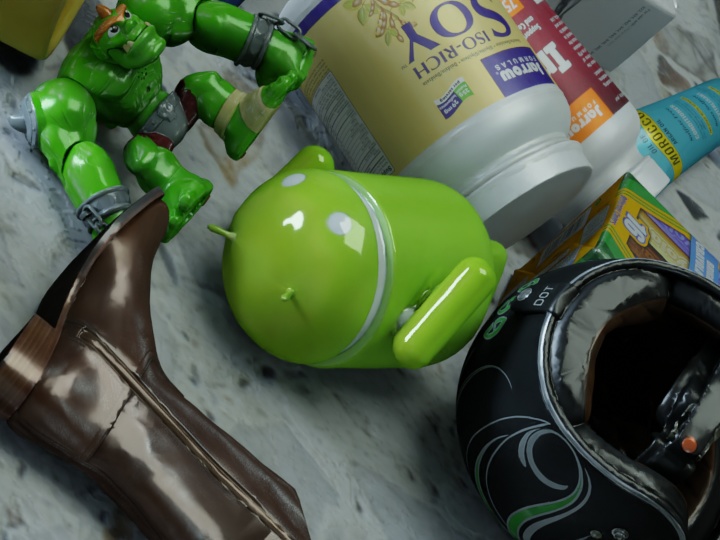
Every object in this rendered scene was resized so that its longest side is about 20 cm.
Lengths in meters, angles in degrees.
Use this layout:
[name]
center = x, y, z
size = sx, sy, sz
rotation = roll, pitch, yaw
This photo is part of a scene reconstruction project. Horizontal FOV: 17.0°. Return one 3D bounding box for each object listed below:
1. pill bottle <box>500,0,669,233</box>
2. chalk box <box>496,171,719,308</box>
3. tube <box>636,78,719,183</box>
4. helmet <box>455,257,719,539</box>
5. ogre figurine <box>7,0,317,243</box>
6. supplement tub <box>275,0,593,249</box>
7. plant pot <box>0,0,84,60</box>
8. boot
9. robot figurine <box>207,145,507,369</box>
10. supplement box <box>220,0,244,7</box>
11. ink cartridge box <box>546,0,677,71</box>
[pill bottle]
center = 0.126, -0.113, 1.724
size = 0.200, 0.113, 0.113
rotation = 49, 31, 1
[chalk box]
center = 0.197, 0.062, 1.616
size = 0.200, 0.125, 0.124
rotation = 44, 31, -6
[tube]
center = 0.251, -0.110, 1.950
size = 0.078, 0.050, 0.200
rotation = 47, 36, 11
[helmet]
center = 0.154, 0.094, 1.466
size = 0.198, 0.191, 0.202
rotation = 4, 69, -11
[ogre figurine]
center = -0.122, -0.096, 1.411
size = 0.120, 0.201, 0.098
rotation = 37, -13, 0
[supplement tub]
center = 0.049, -0.114, 1.597
size = 0.145, 0.145, 0.201
rotation = -14, 67, -56
[plant pot]
center = -0.218, -0.252, 1.381
size = 0.188, 0.201, 0.201
rotation = 28, 35, -6
[boot]
center = -0.089, 0.074, 1.292
size = 0.200, 0.064, 0.187
rotation = 41, 49, -8
[robot figurine]
center = 0.000, 0.000, 1.441
size = 0.199, 0.116, 0.175
rotation = 4, 28, -48
[supplement box]
center = -0.085, -0.323, 1.662
size = 0.200, 0.134, 0.200
rotation = 45, 31, -6
[ink cartridge box]
center = 0.149, -0.270, 1.948
size = 0.199, 0.084, 0.146
rotation = 26, 39, -33
